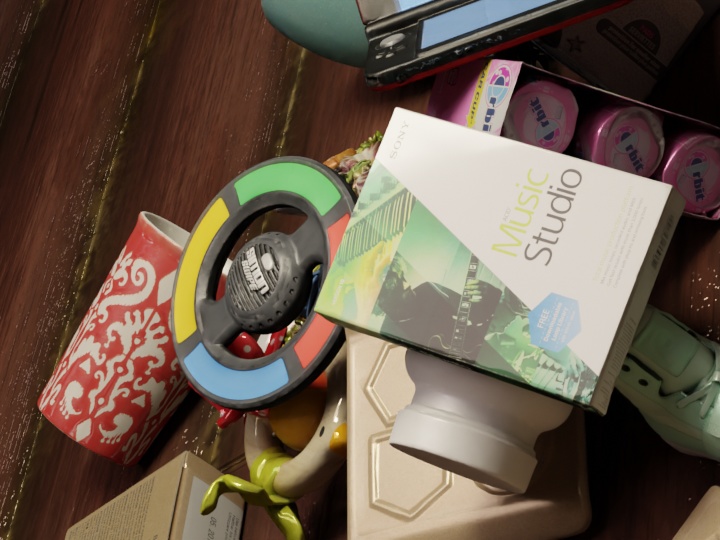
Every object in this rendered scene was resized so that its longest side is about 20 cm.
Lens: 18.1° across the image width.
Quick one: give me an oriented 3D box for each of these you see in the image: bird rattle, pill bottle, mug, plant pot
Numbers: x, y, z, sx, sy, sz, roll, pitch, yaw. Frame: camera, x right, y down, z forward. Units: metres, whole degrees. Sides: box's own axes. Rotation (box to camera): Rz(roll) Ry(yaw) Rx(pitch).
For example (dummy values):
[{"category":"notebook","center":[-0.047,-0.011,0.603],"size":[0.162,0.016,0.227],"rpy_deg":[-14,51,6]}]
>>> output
[{"category":"bird rattle","center":[-0.050,0.116,1.749],"size":[0.163,0.113,0.200],"rpy_deg":[-35,35,36]},{"category":"pill bottle","center":[0.097,0.035,1.464],"size":[0.116,0.116,0.201],"rpy_deg":[4,72,60]},{"category":"mug","center":[-0.185,0.070,2.063],"size":[0.133,0.177,0.200],"rpy_deg":[35,94,27]},{"category":"plant pot","center":[0.030,-0.257,2.015],"size":[0.135,0.200,0.200],"rpy_deg":[42,97,26]}]

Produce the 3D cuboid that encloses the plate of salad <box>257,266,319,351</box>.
[{"category":"plate of salad","center":[-0.040,0.048,1.896],"size":[0.200,0.048,0.200],"rpy_deg":[-38,31,28]}]

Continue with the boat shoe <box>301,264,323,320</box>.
[{"category":"boat shoe","center":[0.000,0.000,1.770],"size":[0.200,0.069,0.084],"rpy_deg":[-17,42,56]}]

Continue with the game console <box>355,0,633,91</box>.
[{"category":"game console","center":[0.082,-0.226,1.574],"size":[0.199,0.119,0.172],"rpy_deg":[-19,17,9]}]

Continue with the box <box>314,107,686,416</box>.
[{"category":"box","center":[0.084,-0.009,1.398],"size":[0.199,0.036,0.145],"rpy_deg":[17,81,28]}]

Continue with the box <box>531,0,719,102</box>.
[{"category":"box","center":[0.162,-0.236,1.724],"size":[0.132,0.200,0.115],"rpy_deg":[-52,28,6]}]

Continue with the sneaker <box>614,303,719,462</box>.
[{"category":"sneaker","center":[0.216,0.072,1.370],"size":[0.200,0.118,0.074],"rpy_deg":[3,59,58]}]

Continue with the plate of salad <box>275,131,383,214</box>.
[{"category":"plate of salad","center":[0.025,-0.081,1.812],"size":[0.199,0.048,0.200],"rpy_deg":[-10,11,2]}]

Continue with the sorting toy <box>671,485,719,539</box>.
[{"category":"sorting toy","center":[0.200,0.233,1.310],"size":[0.185,0.036,0.200],"rpy_deg":[-54,22,1]}]

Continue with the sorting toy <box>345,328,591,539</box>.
[{"category":"sorting toy","center":[0.073,0.101,1.560],"size":[0.185,0.036,0.201],"rpy_deg":[-17,62,29]}]

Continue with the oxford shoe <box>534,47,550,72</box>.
[{"category":"oxford shoe","center":[0.114,-0.153,1.870],"size":[0.084,0.073,0.200],"rpy_deg":[-14,14,-7]}]

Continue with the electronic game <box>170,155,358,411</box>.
[{"category":"electronic game","center":[-0.071,0.009,1.719],"size":[0.200,0.042,0.201],"rpy_deg":[-18,61,37]}]

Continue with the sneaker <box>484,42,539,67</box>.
[{"category":"sneaker","center":[0.108,-0.101,1.712],"size":[0.075,0.079,0.201],"rpy_deg":[-14,65,42]}]

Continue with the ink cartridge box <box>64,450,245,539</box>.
[{"category":"ink cartridge box","center":[-0.181,0.271,1.835],"size":[0.165,0.075,0.200],"rpy_deg":[-33,33,34]}]

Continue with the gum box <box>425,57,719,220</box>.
[{"category":"gum box","center":[0.157,-0.090,1.576],"size":[0.113,0.199,0.066],"rpy_deg":[16,91,63]}]
